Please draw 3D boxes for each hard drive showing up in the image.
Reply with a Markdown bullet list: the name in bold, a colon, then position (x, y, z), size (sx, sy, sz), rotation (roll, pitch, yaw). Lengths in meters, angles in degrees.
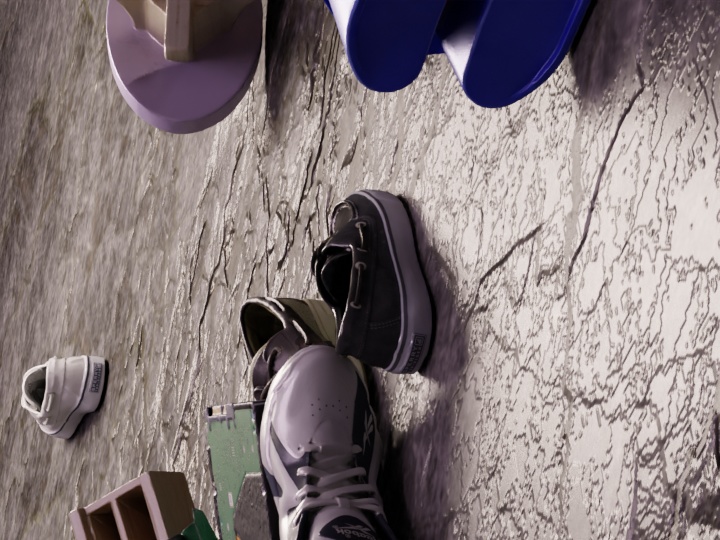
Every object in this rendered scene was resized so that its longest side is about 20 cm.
- **hard drive**: position (-0.057, 0.182, 1.853), size (0.140, 0.038, 0.200), rotation (163, 99, -72)

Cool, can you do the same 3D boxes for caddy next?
- **caddy**: position (0.057, -0.185, 1.580), size (0.105, 0.141, 0.200), rotation (-103, 28, -45)

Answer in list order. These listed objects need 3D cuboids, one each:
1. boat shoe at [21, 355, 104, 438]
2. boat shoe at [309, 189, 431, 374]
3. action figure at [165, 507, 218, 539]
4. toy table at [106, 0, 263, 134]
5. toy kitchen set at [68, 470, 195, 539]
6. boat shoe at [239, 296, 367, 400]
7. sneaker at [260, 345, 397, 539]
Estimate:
- **boat shoe**: position (-0.302, 0.117, 2.846), size (0.200, 0.065, 0.074), rotation (135, 142, -65)
- **boat shoe**: position (0.000, 0.000, 1.823), size (0.200, 0.057, 0.069), rotation (-111, 34, -62)
- **action figure**: position (-0.064, 0.249, 1.740), size (0.200, 0.055, 0.118), rotation (53, 158, 14)
- **toy table**: position (-0.143, -0.223, 2.306), size (0.117, 0.184, 0.200), rotation (94, 165, -60)
- **toy kitchen set**: position (-0.214, 0.247, 1.936), size (0.163, 0.200, 0.181), rotation (-30, 68, 32)
- **boat shoe**: position (-0.042, 0.071, 1.913), size (0.201, 0.066, 0.072), rotation (-114, 38, -65)
- **sneaker**: position (-0.011, 0.142, 1.727), size (0.130, 0.079, 0.199), rotation (164, 113, -71)
